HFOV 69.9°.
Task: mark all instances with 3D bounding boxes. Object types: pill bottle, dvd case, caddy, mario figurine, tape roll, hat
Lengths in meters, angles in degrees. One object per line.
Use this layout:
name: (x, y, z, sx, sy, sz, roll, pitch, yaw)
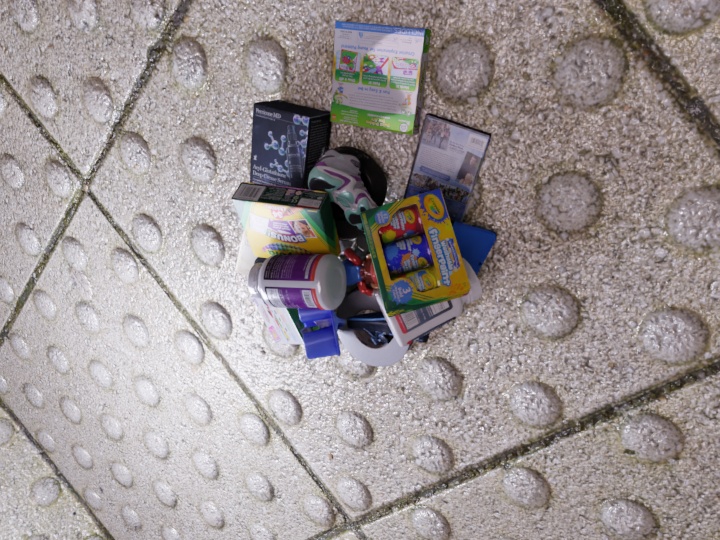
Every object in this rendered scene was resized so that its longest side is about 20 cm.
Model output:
pill bottle: (-0.135, 0.023, 1.083, 0.196, 0.112, 0.115, 1, 111, 26)
dvd case: (0.176, -0.209, 1.080, 0.141, 0.018, 0.203, 24, 120, 17)
caddy: (-0.081, 0.128, 1.177, 0.103, 0.200, 0.144, -11, 80, -5)
mario figurine: (0.000, 0.000, 1.167, 0.196, 0.108, 0.124, -4, 143, 21)
tape roll: (0.039, 0.130, 1.258, 0.197, 0.066, 0.204, 10, 115, 22)
hat: (-0.037, -0.167, 1.154, 0.196, 0.081, 0.205, 0, 89, -2)
pill bottle: (0.143, 0.060, 1.063, 0.197, 0.120, 0.121, -27, 99, -2)

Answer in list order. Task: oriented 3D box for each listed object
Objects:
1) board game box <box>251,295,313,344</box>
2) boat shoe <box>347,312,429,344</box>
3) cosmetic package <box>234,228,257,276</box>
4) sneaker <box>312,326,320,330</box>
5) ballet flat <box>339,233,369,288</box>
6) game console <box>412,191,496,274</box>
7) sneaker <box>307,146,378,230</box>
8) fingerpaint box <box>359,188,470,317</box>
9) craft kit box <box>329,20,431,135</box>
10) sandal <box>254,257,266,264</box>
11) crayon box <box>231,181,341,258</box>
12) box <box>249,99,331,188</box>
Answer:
board game box: (-0.203, 0.116, 1.335, 0.199, 0.040, 0.155, -12, 107, 60)
boat shoe: (0.058, 0.135, 1.161, 0.196, 0.084, 0.070, 0, 99, 29)
cosmetic package: (-0.233, -0.072, 1.246, 0.102, 0.074, 0.202, 18, 133, -6)
sneaker: (-0.106, 0.117, 1.329, 0.075, 0.084, 0.203, -8, 126, -1)
ballet flat: (-0.034, -0.007, 1.234, 0.063, 0.068, 0.201, 29, 115, -9)
game console: (0.172, -0.049, 1.136, 0.171, 0.117, 0.202, 52, 135, 35)
sneaker: (-0.010, -0.183, 1.080, 0.199, 0.142, 0.077, 38, 141, -29)
fingerpaint box: (0.103, -0.033, 0.987, 0.164, 0.073, 0.204, -15, 75, 4)
craft kit box: (0.036, -0.396, 1.061, 0.197, 0.048, 0.201, 16, 114, 20)
sandal: (-0.155, 0.003, 1.233, 0.197, 0.049, 0.076, 11, 133, -18)
crayon box: (-0.152, -0.093, 1.088, 0.196, 0.059, 0.174, 9, 141, 17)
box: (-0.160, -0.267, 1.173, 0.146, 0.107, 0.204, 18, 116, 20)
